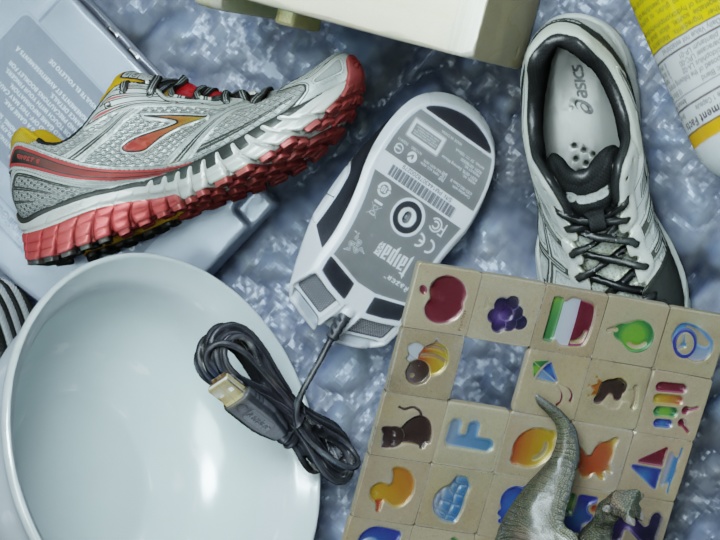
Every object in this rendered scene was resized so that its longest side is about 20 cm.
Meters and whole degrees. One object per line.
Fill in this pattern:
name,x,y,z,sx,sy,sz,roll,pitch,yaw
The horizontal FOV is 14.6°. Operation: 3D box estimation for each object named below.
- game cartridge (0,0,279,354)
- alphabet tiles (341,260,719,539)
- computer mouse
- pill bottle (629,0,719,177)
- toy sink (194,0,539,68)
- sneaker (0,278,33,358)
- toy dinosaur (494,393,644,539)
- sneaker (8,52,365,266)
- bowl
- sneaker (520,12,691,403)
game cartridge,-0.154,-0.059,1.485,0.133,0.040,0.200,-44,81,7
alphabet tiles,0.080,0.102,1.388,0.166,0.008,0.201,10,107,-18
computer mouse,0.000,0.000,1.429,0.109,0.044,0.201,35,84,-24
pill bottle,0.198,-0.114,1.356,0.112,0.113,0.201,-24,85,13
toy sink,-0.012,-0.173,1.399,0.199,0.130,0.113,16,95,12
sneaker,-0.204,0.113,1.489,0.115,0.075,0.201,-21,81,23
toy dinosaur,0.102,0.165,1.369,0.102,0.077,0.201,-19,102,30
sneaker,-0.092,-0.069,1.412,0.199,0.078,0.083,-20,85,13
bowl,-0.122,0.099,1.413,0.090,0.200,0.202,-20,86,44
sneaker,0.113,-0.028,1.392,0.075,0.088,0.201,-14,89,12
